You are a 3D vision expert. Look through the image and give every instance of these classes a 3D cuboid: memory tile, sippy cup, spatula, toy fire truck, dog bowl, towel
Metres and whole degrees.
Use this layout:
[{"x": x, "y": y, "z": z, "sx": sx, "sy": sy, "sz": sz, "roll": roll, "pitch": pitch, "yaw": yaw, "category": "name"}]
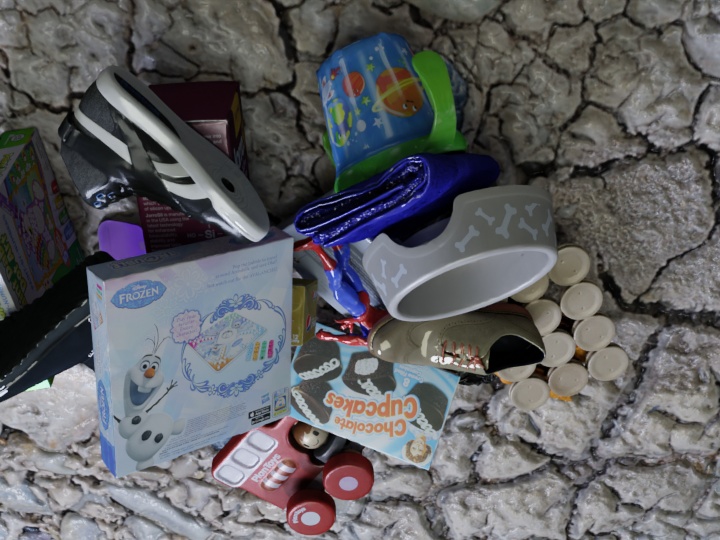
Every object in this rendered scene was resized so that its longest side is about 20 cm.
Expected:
[{"x": 0.216, "y": 0.069, "z": 1.021, "sx": 0.151, "sy": 0.017, "sz": 0.202, "roll": -24, "pitch": 119, "yaw": 10, "category": "memory tile"}, {"x": 0.020, "y": -0.153, "z": 0.861, "sx": 0.176, "sy": 0.139, "sz": 0.132, "roll": -23, "pitch": 86, "yaw": 24, "category": "sippy cup"}, {"x": -0.207, "y": -0.031, "z": 1.016, "sx": 0.196, "sy": 0.021, "sz": 0.057, "roll": -1, "pitch": 119, "yaw": -1, "category": "spatula"}, {"x": -0.079, "y": 0.234, "z": 1.136, "sx": 0.167, "sy": 0.113, "sz": 0.200, "roll": 31, "pitch": 118, "yaw": -21, "category": "toy fire truck"}, {"x": 0.103, "y": -0.010, "z": 0.863, "sx": 0.197, "sy": 0.060, "sz": 0.201, "roll": -16, "pitch": 162, "yaw": -5, "category": "dog bowl"}, {"x": 0.044, "y": -0.066, "z": 0.840, "sx": 0.146, "sy": 0.199, "sz": 0.050, "roll": -22, "pitch": 87, "yaw": 28, "category": "towel"}]

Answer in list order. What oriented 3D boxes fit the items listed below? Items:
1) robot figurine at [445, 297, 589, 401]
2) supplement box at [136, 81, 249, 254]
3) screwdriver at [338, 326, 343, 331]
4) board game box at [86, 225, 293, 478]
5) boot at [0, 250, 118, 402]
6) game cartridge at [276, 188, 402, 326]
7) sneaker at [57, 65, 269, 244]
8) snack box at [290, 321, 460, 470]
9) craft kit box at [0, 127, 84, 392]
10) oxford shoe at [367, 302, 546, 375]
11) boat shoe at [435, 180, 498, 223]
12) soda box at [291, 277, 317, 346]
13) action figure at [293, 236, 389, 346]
[{"x": 0.190, "y": 0.090, "z": 1.076, "sx": 0.197, "sy": 0.059, "sz": 0.146, "roll": 19, "pitch": 121, "yaw": -13, "category": "robot figurine"}, {"x": -0.168, "y": -0.078, "z": 0.910, "sx": 0.101, "sy": 0.132, "sz": 0.203, "roll": -3, "pitch": 118, "yaw": 0, "category": "supplement box"}, {"x": -0.061, "y": 0.120, "z": 1.119, "sx": 0.029, "sy": 0.028, "sz": 0.200, "roll": 17, "pitch": 123, "yaw": -48, "category": "screwdriver"}, {"x": -0.156, "y": 0.074, "z": 0.849, "sx": 0.198, "sy": 0.043, "sz": 0.203, "roll": -14, "pitch": 119, "yaw": -36, "category": "board game box"}, {"x": -0.265, "y": 0.094, "z": 0.861, "sx": 0.199, "sy": 0.077, "sz": 0.169, "roll": -38, "pitch": 134, "yaw": -2, "category": "boot"}, {"x": 0.000, "y": 0.000, "z": 0.999, "sx": 0.200, "sy": 0.041, "sz": 0.132, "roll": 43, "pitch": 135, "yaw": -20, "category": "game cartridge"}, {"x": -0.184, "y": -0.077, "z": 0.802, "sx": 0.112, "sy": 0.073, "sz": 0.200, "roll": -41, "pitch": 103, "yaw": 20, "category": "sneaker"}, {"x": 0.009, "y": 0.147, "z": 1.059, "sx": 0.197, "sy": 0.037, "sz": 0.118, "roll": 20, "pitch": 89, "yaw": 4, "category": "snack box"}, {"x": -0.351, "y": -0.015, "z": 0.921, "sx": 0.048, "sy": 0.199, "sz": 0.203, "roll": -6, "pitch": 125, "yaw": 5, "category": "craft kit box"}, {"x": 0.107, "y": 0.076, "z": 0.949, "sx": 0.196, "sy": 0.075, "sz": 0.072, "roll": -5, "pitch": 118, "yaw": -13, "category": "oxford shoe"}, {"x": 0.109, "y": -0.027, "z": 0.996, "sx": 0.070, "sy": 0.068, "sz": 0.201, "roll": 10, "pitch": 139, "yaw": -11, "category": "boat shoe"}, {"x": -0.150, "y": 0.038, "z": 1.003, "sx": 0.196, "sy": 0.064, "sz": 0.069, "roll": 4, "pitch": 96, "yaw": 10, "category": "soda box"}, {"x": -0.027, "y": 0.035, "z": 0.975, "sx": 0.098, "sy": 0.066, "sz": 0.201, "roll": -16, "pitch": 125, "yaw": 33, "category": "action figure"}]
